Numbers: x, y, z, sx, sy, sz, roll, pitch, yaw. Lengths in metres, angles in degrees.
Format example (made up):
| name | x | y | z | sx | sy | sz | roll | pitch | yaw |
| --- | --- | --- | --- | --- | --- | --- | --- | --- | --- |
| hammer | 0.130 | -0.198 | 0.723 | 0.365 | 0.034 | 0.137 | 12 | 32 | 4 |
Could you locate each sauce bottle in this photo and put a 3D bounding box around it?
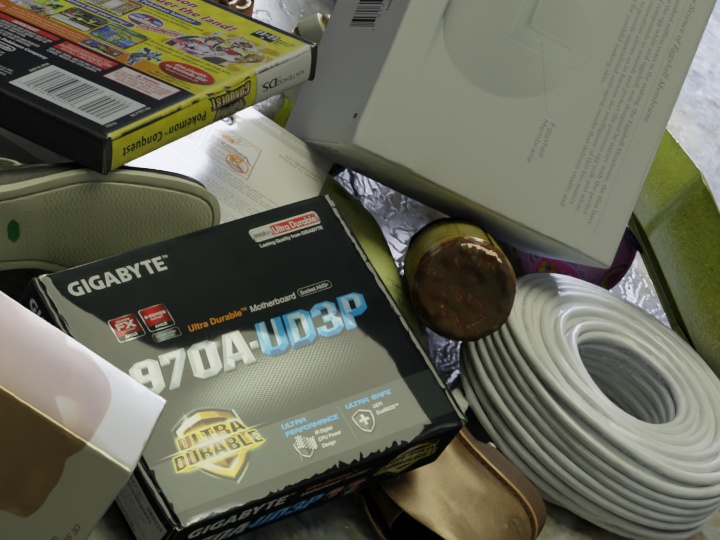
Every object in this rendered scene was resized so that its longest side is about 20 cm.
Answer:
| name | x | y | z | sx | sy | sz | roll | pitch | yaw |
| --- | --- | --- | --- | --- | --- | --- | --- | --- | --- |
| sauce bottle | 0.059 | 0.001 | 1.577 | 0.066 | 0.066 | 0.200 | 35 | 5 | -3 |

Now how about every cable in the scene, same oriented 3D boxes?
| name | x | y | z | sx | sy | sz | roll | pitch | yaw |
| --- | --- | --- | --- | --- | --- | --- | --- | --- | --- |
| cable | 0.153 | 0.082 | 1.609 | 0.199 | 0.069 | 0.200 | 31 | 29 | -12 |

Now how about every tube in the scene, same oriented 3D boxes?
| name | x | y | z | sx | sy | sz | roll | pitch | yaw |
| --- | --- | --- | --- | --- | --- | --- | --- | --- | --- |
| tube | 0.000 | 0.000 | 1.582 | 0.052 | 0.058 | 0.200 | -4 | 37 | -9 |

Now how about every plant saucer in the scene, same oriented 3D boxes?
| name | x | y | z | sx | sy | sz | roll | pitch | yaw |
| --- | --- | --- | --- | --- | --- | --- | --- | --- | --- |
| plant saucer | 0.224 | 0.000 | 1.730 | 0.200 | 0.048 | 0.200 | -109 | 174 | -69 |

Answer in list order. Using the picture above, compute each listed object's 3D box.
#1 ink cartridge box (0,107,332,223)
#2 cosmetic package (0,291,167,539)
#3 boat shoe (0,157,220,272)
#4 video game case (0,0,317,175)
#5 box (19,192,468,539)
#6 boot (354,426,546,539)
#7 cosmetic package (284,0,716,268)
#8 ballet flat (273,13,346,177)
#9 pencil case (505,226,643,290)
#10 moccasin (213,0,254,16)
| name | x | y | z | sx | sy | sz | roll | pitch | yaw |
| --- | --- | --- | --- | --- | --- | --- | --- | --- | --- |
| ink cartridge box | -0.122 | -0.065 | 1.499 | 0.200 | 0.045 | 0.176 | 34 | 29 | -7 |
| cosmetic package | -0.205 | 0.059 | 1.209 | 0.199 | 0.105 | 0.071 | 32 | 29 | -6 |
| boat shoe | -0.174 | -0.037 | 1.376 | 0.199 | 0.072 | 0.068 | -2 | 35 | -19 |
| video game case | -0.156 | -0.124 | 1.443 | 0.199 | 0.026 | 0.180 | 24 | 34 | 30 |
| box | -0.063 | 0.054 | 1.356 | 0.199 | 0.046 | 0.159 | -17 | 66 | -36 |
| boot | 0.014 | 0.102 | 1.432 | 0.200 | 0.074 | 0.075 | 40 | 38 | 0 |
| cosmetic package | 0.090 | -0.133 | 1.608 | 0.199 | 0.200 | 0.123 | 25 | -5 | -23 |
| ballet flat | -0.023 | -0.135 | 1.728 | 0.067 | 0.067 | 0.200 | 55 | 24 | -24 |
| pencil case | 0.120 | -0.065 | 1.773 | 0.087 | 0.088 | 0.200 | 13 | 36 | -37 |
| moccasin | -0.110 | -0.179 | 1.646 | 0.073 | 0.078 | 0.201 | 31 | 13 | 17 |
